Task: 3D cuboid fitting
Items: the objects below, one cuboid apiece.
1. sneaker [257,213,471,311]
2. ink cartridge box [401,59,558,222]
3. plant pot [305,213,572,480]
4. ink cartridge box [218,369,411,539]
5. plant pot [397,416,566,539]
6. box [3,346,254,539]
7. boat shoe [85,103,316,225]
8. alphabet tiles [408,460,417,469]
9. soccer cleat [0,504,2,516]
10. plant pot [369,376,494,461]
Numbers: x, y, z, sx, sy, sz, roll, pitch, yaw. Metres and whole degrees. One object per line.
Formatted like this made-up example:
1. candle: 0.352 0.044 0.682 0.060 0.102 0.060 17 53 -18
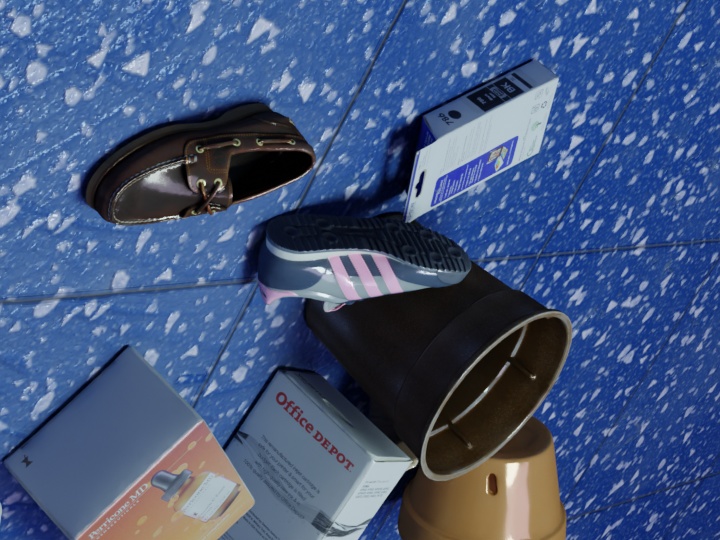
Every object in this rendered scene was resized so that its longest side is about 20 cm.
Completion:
1. sneaker: 0.000 0.000 1.739 0.198 0.070 0.082 7 126 -17
2. ink cartridge box: 0.104 -0.123 1.830 0.199 0.039 0.100 -29 147 -36
3. plant pot: 0.064 0.062 1.831 0.200 0.198 0.201 -36 150 -25
4. ink cartridge box: -0.066 0.220 1.898 0.201 0.144 0.084 -56 153 15
5. plant pot: 0.149 0.248 2.222 0.199 0.199 0.141 -19 125 -44
6. box: -0.201 0.190 1.703 0.152 0.106 0.200 -43 152 -11
7. boat shoe: -0.122 -0.079 1.519 0.199 0.070 0.071 -26 146 -35
8. alphabet tiles: 0.073 0.169 2.049 0.195 0.015 0.200 -32 -173 17
9. soccer cleat: -0.375 0.258 1.581 0.200 0.069 0.078 -41 155 -21
10. plant pot: 0.079 0.110 1.989 0.200 0.093 0.201 -33 -174 4
